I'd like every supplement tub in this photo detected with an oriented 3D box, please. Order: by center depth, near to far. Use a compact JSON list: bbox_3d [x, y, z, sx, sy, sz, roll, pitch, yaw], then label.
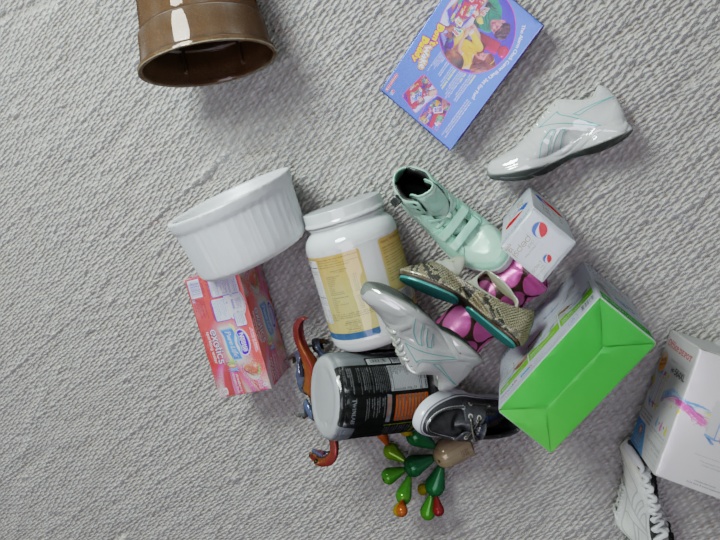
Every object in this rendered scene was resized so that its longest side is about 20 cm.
[{"bbox_3d":[0.000,0.000,0.906,0.140,0.145,0.206,-13,100,17],"label":"supplement tub"},{"bbox_3d":[0.032,0.182,0.917,0.194,0.122,0.127,1,108,-26],"label":"supplement tub"}]

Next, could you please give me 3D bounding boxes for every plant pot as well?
[{"bbox_3d":[-0.232,-0.386,0.854,0.194,0.200,0.205,-11,93,16],"label":"plant pot"}]

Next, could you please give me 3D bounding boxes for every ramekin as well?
[{"bbox_3d":[-0.176,-0.067,0.911,0.195,0.201,0.100,-19,107,18],"label":"ramekin"}]

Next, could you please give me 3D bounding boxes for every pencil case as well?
[{"bbox_3d":[0.191,0.059,0.904,0.093,0.091,0.201,40,108,-7],"label":"pencil case"}]

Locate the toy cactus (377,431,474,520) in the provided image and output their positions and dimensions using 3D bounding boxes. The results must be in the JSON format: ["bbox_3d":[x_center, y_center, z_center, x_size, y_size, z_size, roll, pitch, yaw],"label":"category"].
[{"bbox_3d":[0.105,0.310,0.994,0.161,0.102,0.206,-21,90,8],"label":"toy cactus"}]

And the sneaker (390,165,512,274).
[{"bbox_3d":[0.121,-0.068,0.846,0.199,0.118,0.075,38,94,19],"label":"sneaker"}]

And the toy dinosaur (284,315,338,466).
[{"bbox_3d":[-0.076,0.208,0.973,0.102,0.201,0.185,-21,54,8],"label":"toy dinosaur"}]

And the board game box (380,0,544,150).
[{"bbox_3d":[0.138,-0.292,0.851,0.134,0.045,0.202,39,110,2],"label":"board game box"}]

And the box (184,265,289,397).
[{"bbox_3d":[-0.198,0.090,1.005,0.100,0.095,0.206,-12,101,16],"label":"box"}]

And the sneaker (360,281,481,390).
[{"bbox_3d":[0.072,0.092,0.819,0.198,0.071,0.081,38,95,-15],"label":"sneaker"}]

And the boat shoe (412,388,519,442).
[{"bbox_3d":[0.164,0.223,0.900,0.066,0.196,0.072,31,104,50],"label":"boat shoe"}]

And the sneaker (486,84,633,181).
[{"bbox_3d":[0.263,-0.183,0.842,0.195,0.070,0.083,-21,83,15],"label":"sneaker"}]

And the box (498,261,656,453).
[{"bbox_3d":[0.284,0.111,0.845,0.096,0.177,0.202,37,109,2],"label":"box"}]

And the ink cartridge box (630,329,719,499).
[{"bbox_3d":[0.474,0.181,0.832,0.122,0.128,0.206,17,98,9],"label":"ink cartridge box"}]

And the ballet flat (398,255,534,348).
[{"bbox_3d":[0.150,0.028,0.843,0.196,0.068,0.077,31,80,10],"label":"ballet flat"}]

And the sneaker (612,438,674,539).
[{"bbox_3d":[0.420,0.357,0.932,0.079,0.075,0.206,-14,98,28],"label":"sneaker"}]

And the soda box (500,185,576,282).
[{"bbox_3d":[0.230,-0.054,0.805,0.068,0.200,0.064,38,111,2],"label":"soda box"}]
